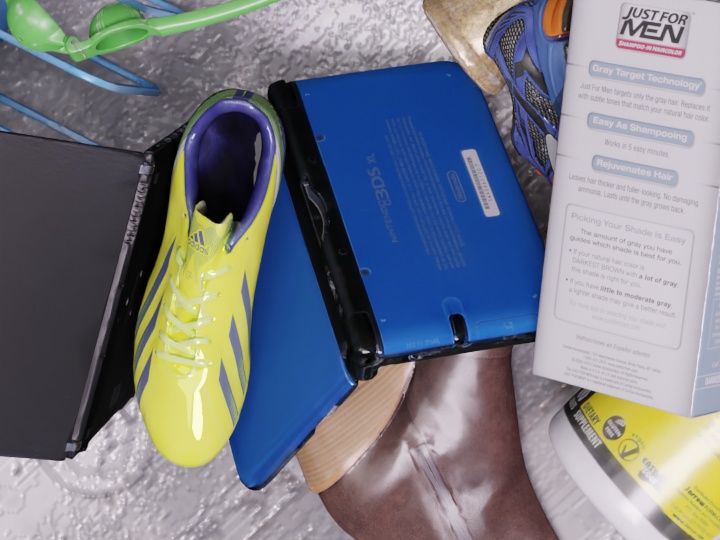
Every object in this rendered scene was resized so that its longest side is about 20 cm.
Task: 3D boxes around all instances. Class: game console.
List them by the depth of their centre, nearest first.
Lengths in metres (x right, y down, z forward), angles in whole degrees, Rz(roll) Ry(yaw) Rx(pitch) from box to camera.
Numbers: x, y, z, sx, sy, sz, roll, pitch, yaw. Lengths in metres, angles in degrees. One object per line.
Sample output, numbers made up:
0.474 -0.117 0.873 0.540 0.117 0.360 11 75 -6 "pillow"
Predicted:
0.000 0.000 1.277 0.170 0.119 0.200 -8 51 -13 "game console"

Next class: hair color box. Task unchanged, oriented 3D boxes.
0.149 -0.038 1.152 0.099 0.061 0.201 14 104 39 "hair color box"

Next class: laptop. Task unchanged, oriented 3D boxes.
-0.170 0.000 1.254 0.103 0.200 0.178 19 106 5 "laptop"

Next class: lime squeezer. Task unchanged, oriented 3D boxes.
-0.139 -0.141 1.221 0.199 0.038 0.071 15 65 6 "lime squeezer"

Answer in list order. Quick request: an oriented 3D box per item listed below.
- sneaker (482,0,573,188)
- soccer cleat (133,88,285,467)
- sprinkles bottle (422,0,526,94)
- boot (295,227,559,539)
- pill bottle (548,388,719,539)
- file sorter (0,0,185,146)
0.125 -0.065 1.253 0.078 0.075 0.201 7 126 45 "sneaker"
-0.082 0.002 1.224 0.064 0.084 0.201 10 85 0 "soccer cleat"
0.130 -0.180 1.268 0.200 0.068 0.068 -37 83 11 "sprinkles bottle"
0.069 0.088 1.301 0.200 0.072 0.167 -34 98 7 "boot"
0.205 0.057 1.233 0.200 0.112 0.112 -43 82 10 "pill bottle"
-0.176 -0.126 1.304 0.122 0.139 0.201 27 97 8 "file sorter"
